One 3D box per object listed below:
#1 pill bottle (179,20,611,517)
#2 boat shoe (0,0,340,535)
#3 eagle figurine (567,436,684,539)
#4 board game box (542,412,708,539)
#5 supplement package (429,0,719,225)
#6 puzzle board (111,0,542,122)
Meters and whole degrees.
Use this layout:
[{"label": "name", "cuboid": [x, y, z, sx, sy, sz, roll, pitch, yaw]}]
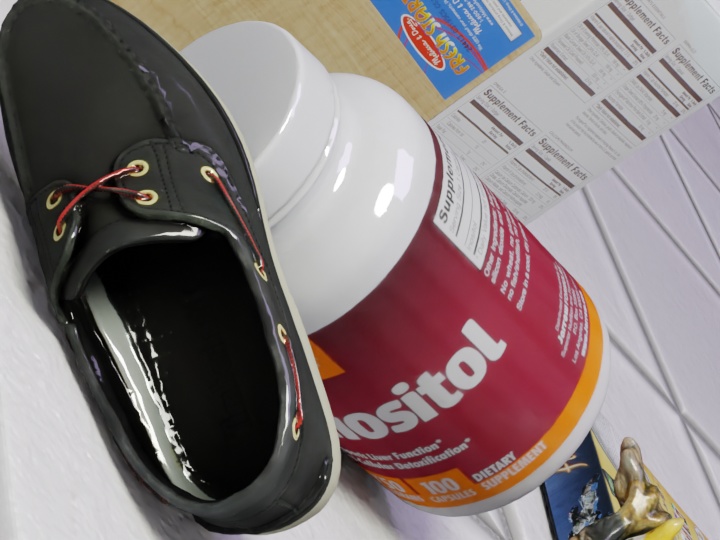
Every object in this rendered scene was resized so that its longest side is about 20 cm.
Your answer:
[{"label": "pill bottle", "cuboid": [0.000, 0.000, 0.896, 0.200, 0.113, 0.113, 43, 19, -39]}, {"label": "boat shoe", "cuboid": [-0.067, -0.010, 0.773, 0.201, 0.074, 0.063, 65, 8, 16]}, {"label": "eagle figurine", "cuboid": [0.061, 0.136, 0.839, 0.152, 0.151, 0.200, 20, 32, 31]}, {"label": "board game box", "cuboid": [0.145, 0.162, 1.170, 0.136, 0.035, 0.200, 49, 16, -26]}, {"label": "supplement package", "cuboid": [0.061, -0.127, 1.192, 0.151, 0.200, 0.152, 33, 27, -58]}, {"label": "puzzle board", "cuboid": [-0.045, -0.126, 0.945, 0.200, 0.151, 0.017, 51, 10, -20]}]
